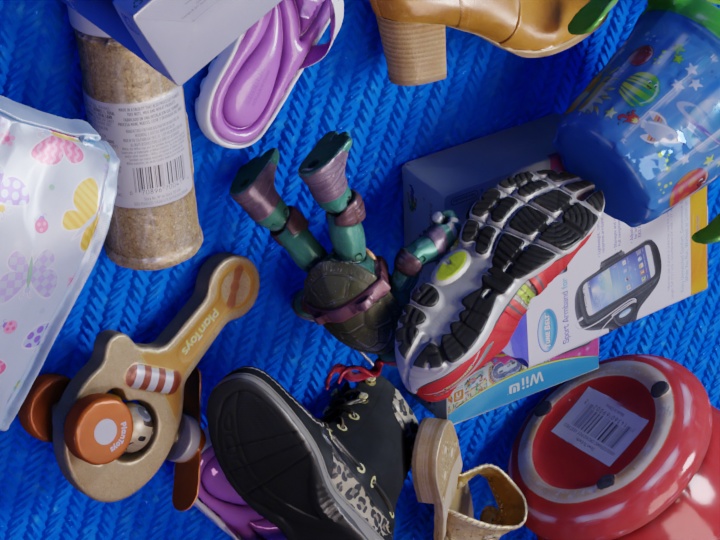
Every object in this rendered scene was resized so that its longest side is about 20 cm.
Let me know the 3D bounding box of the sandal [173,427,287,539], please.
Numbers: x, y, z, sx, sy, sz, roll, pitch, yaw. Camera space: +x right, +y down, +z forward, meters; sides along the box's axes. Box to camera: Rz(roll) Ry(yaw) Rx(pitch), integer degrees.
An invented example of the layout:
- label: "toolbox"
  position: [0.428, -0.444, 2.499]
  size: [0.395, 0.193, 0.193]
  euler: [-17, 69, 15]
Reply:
- label: "sandal"
  position: [-0.061, 0.181, 1.671]
  size: [0.203, 0.050, 0.083]
  euler: [30, 95, -42]

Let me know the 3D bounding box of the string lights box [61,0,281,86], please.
- label: "string lights box"
  position: [-0.129, -0.193, 1.326]
  size: [0.103, 0.200, 0.059]
  euler: [-41, 130, -10]

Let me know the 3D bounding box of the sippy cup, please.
- label: "sippy cup"
  position: [0.212, -0.106, 1.597]
  size: [0.130, 0.178, 0.140]
  euler: [-41, 167, -19]

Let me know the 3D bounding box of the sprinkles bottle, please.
- label: "sprinkles bottle"
  position: [-0.145, -0.100, 1.455]
  size: [0.068, 0.068, 0.200]
  euler: [-21, 125, -26]

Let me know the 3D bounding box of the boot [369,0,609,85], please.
- label: "boot"
  position: [0.092, -0.219, 1.563]
  size: [0.201, 0.071, 0.144]
  euler: [-20, 121, -30]

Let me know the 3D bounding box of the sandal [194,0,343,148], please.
- label: "sandal"
  position: [-0.043, -0.170, 1.503]
  size: [0.082, 0.050, 0.203]
  euler: [12, 106, -40]

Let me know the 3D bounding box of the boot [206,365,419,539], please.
- label: "boot"
  position: [-0.029, 0.118, 1.626]
  size: [0.073, 0.154, 0.204]
  euler: [-21, 118, 28]

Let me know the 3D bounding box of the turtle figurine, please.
- label: "turtle figurine"
  position: [0.000, 0.000, 1.566]
  size: [0.150, 0.101, 0.200]
  euler: [-23, 120, 21]

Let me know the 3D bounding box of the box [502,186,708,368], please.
- label: "box"
  position: [0.172, -0.010, 1.672]
  size: [0.200, 0.041, 0.119]
  euler: [-21, 123, -26]

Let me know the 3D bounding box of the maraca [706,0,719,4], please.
- label: "maraca"
  position: [0.287, -0.289, 1.640]
  size: [0.137, 0.107, 0.200]
  euler: [-12, 121, -39]

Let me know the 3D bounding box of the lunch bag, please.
- label: "lunch bag"
  position: [-0.260, -0.021, 1.379]
  size: [0.169, 0.127, 0.200]
  euler: [14, 115, -38]

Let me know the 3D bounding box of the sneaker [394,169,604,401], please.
- label: "sneaker"
  position: [0.092, 0.010, 1.565]
  size: [0.200, 0.077, 0.085]
  euler: [-45, 155, -20]

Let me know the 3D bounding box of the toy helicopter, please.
- label: "toy helicopter"
  position: [-0.131, 0.076, 1.560]
  size: [0.200, 0.079, 0.132]
  euler: [-53, 127, -17]

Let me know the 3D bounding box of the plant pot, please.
- label: "plant pot"
  position: [0.225, 0.183, 1.796]
  size: [0.200, 0.200, 0.183]
  euler: [-47, 125, -6]

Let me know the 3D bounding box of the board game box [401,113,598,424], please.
- label: "board game box"
  position: [0.108, -0.001, 1.697]
  size: [0.147, 0.064, 0.200]
  euler: [-19, 125, -26]

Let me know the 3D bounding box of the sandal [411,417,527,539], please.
- label: "sandal"
  position: [0.092, 0.182, 1.730]
  size: [0.212, 0.070, 0.078]
  euler: [69, 33, -57]
